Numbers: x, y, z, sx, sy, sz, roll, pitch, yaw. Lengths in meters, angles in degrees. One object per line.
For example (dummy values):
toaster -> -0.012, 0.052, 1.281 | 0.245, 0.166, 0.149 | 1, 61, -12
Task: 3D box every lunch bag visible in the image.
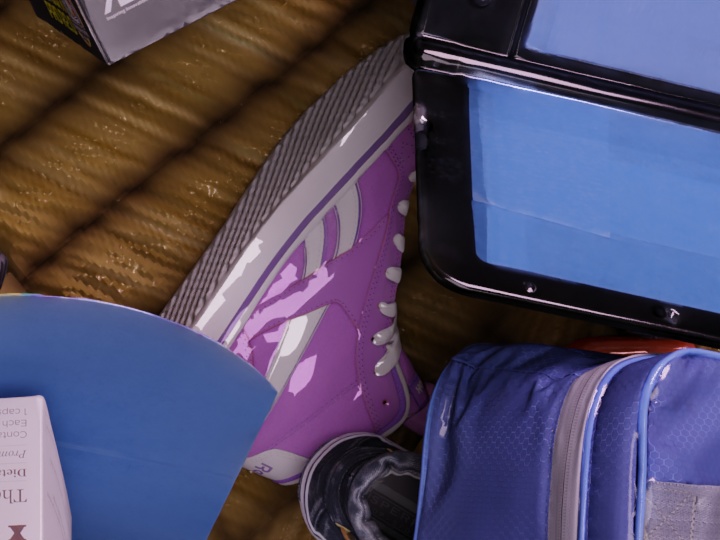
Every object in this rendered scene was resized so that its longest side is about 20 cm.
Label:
lunch bag -> 0.131, 0.103, 1.158 | 0.199, 0.132, 0.137 | 9, 84, -45

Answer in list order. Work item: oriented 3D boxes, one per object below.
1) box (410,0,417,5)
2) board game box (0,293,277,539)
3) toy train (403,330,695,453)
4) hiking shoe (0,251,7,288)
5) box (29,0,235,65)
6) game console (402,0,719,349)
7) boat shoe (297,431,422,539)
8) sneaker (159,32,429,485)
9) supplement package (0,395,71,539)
box -> 0.126, -0.099, 1.259 | 0.200, 0.132, 0.115 | 44, 83, -12
board game box -> -0.125, 0.055, 1.218 | 0.157, 0.200, 0.039 | 12, 51, -12
toy train -> 0.090, 0.113, 1.309 | 0.149, 0.056, 0.201 | 5, 93, -12
hiking shoe -> -0.247, 0.031, 1.229 | 0.200, 0.076, 0.101 | -39, 85, -9
box -> -0.040, -0.156, 1.203 | 0.199, 0.160, 0.044 | -28, 108, -8
game console -> 0.127, -0.074, 1.128 | 0.199, 0.116, 0.177 | 12, 106, -17
boat shoe -> 0.067, 0.136, 1.232 | 0.200, 0.091, 0.071 | 30, 84, -13
sneaker -> 0.000, 0.000, 1.277 | 0.114, 0.073, 0.201 | 35, 97, -16
supplement package -> -0.169, 0.164, 1.148 | 0.113, 0.110, 0.201 | -4, 58, -1
